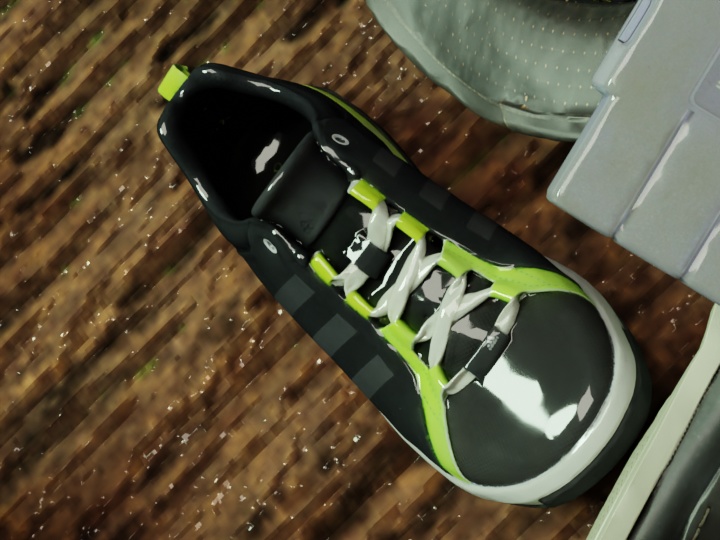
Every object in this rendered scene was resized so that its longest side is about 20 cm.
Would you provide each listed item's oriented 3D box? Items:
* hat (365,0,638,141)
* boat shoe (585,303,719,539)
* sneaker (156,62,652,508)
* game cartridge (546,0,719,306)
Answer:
[{"bbox_3d":[0.096,-0.126,0.810,0.200,0.081,0.202,-10,71,31],"label":"hat"},{"bbox_3d":[0.104,0.064,0.750,0.067,0.072,0.201,31,95,7],"label":"boat shoe"},{"bbox_3d":[0.000,0.000,0.804,0.200,0.083,0.072,40,98,41],"label":"sneaker"},{"bbox_3d":[0.149,-0.073,0.696,0.129,0.038,0.201,32,97,5],"label":"game cartridge"}]
